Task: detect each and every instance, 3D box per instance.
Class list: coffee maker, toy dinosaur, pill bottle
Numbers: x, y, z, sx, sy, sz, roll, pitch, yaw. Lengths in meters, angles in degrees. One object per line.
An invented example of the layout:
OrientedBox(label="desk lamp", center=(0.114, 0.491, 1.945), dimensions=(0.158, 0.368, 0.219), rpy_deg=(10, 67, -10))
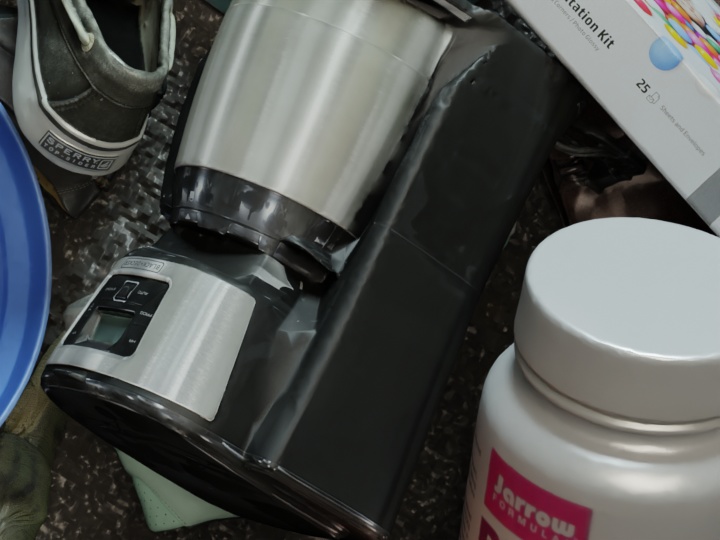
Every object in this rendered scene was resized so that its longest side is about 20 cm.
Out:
OrientedBox(label="coffee maker", center=(0.000, 0.000, 1.120), dimensions=(0.192, 0.135, 0.201), rpy_deg=(26, 79, -11))
OrientedBox(label="toy dinosaur", center=(-0.156, 0.079, 1.202), dimensions=(0.088, 0.047, 0.201), rpy_deg=(29, 78, -27))
OrientedBox(label="pill bottle", center=(0.095, 0.089, 1.110), dimensions=(0.113, 0.114, 0.201), rpy_deg=(-1, 123, -13))

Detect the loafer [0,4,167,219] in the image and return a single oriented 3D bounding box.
OrientedBox(label="loafer", center=(-0.180, -0.090, 1.195), dimensions=(0.199, 0.073, 0.073), rpy_deg=(25, 86, -9))

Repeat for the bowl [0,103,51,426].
OrientedBox(label="bowl", center=(-0.208, -0.009, 1.111), dimensions=(0.200, 0.039, 0.202), rpy_deg=(13, 70, -41))

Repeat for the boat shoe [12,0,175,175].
OrientedBox(label="boat shoe", center=(-0.103, -0.130, 1.170), dimensions=(0.070, 0.064, 0.201), rpy_deg=(13, 45, -28))

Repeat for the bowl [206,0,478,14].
OrientedBox(label="bowl", center=(0.000, -0.200, 1.224), dimensions=(0.200, 0.105, 0.202), rpy_deg=(1, 86, -12))

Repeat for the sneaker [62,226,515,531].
OrientedBox(label="sneaker", center=(-0.016, 0.041, 1.224), dimensions=(0.200, 0.074, 0.119), rpy_deg=(-19, 98, -19))

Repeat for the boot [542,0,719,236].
OrientedBox(label="boot", center=(0.172, -0.026, 1.276), dimensions=(0.166, 0.072, 0.201), rpy_deg=(-21, 88, -7))

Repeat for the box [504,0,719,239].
OrientedBox(label="box", center=(0.128, -0.076, 1.165), dimensions=(0.041, 0.156, 0.200), rpy_deg=(-44, 84, 17))
